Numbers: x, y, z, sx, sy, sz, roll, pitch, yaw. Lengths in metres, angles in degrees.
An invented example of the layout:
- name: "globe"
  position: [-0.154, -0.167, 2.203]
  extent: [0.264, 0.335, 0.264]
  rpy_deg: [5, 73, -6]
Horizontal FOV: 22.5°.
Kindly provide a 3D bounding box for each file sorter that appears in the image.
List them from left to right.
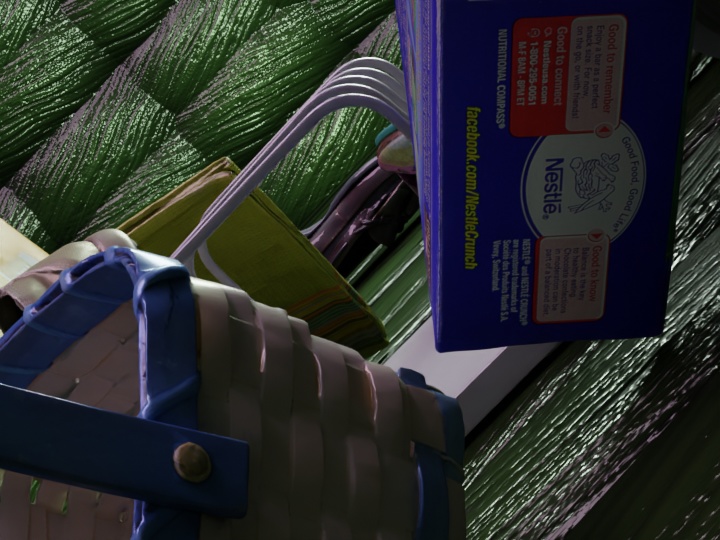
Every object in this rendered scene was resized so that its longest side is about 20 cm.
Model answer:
- name: "file sorter"
  position: [0.000, 0.000, 0.735]
  extent: [0.139, 0.125, 0.200]
  rpy_deg: [-46, 5, 9]

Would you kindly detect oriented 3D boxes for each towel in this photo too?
- name: "towel"
  position: [-0.056, 0.016, 0.916]
  extent: [0.086, 0.018, 0.200]
  rpy_deg: [-35, -34, 5]

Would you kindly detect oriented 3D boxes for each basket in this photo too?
- name: "basket"
  position: [-0.082, 0.070, 0.419]
  extent: [0.176, 0.200, 0.139]
  rpy_deg: [-41, 39, 51]

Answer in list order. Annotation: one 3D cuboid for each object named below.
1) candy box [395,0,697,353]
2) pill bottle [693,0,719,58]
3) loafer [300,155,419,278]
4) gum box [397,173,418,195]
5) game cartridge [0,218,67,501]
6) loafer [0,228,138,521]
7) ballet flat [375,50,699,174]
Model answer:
- name: "candy box"
  position: [0.050, -0.103, 0.562]
  extent: [0.200, 0.077, 0.169]
  rpy_deg: [-95, 3, -50]
- name: "pill bottle"
  position: [0.152, -0.125, 0.519]
  extent: [0.111, 0.111, 0.200]
  rpy_deg: [-48, 5, -17]
- name: "loafer"
  position: [0.001, -0.026, 1.406]
  extent: [0.200, 0.063, 0.072]
  rpy_deg: [-41, -24, 14]
- name: "gum box"
  position: [0.116, -0.114, 0.988]
  extent: [0.200, 0.066, 0.114]
  rpy_deg: [-42, 6, 44]
- name: "game cartridge"
  position: [-0.121, 0.058, 0.844]
  extent: [0.032, 0.200, 0.176]
  rpy_deg: [-55, 3, 14]
- name: "loafer"
  position: [-0.097, 0.071, 0.724]
  extent: [0.068, 0.200, 0.076]
  rpy_deg: [-14, -39, -18]
- name: "ballet flat"
  position: [0.102, -0.090, 0.859]
  extent: [0.200, 0.071, 0.069]
  rpy_deg: [-36, -5, 6]
